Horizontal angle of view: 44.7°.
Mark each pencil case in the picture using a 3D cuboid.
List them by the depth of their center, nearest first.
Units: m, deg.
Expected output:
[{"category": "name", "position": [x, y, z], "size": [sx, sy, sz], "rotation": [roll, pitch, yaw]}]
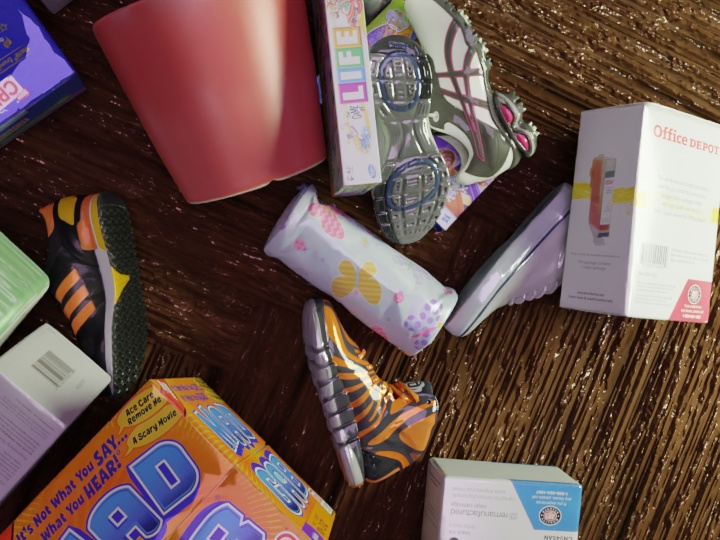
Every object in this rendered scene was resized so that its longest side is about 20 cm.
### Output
[{"category": "pencil case", "position": [0.000, 0.000, 0.872], "size": [0.200, 0.091, 0.083], "rotation": [37, 105, -5]}]

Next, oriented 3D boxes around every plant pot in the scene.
[{"category": "plant pot", "position": [-0.123, -0.168, 0.812], "size": [0.199, 0.200, 0.178], "rotation": [-20, 104, -6]}]

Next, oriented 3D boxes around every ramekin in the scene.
[{"category": "ramekin", "position": [-0.371, 0.047, 0.778], "size": [0.098, 0.200, 0.200], "rotation": [41, 86, -13]}]

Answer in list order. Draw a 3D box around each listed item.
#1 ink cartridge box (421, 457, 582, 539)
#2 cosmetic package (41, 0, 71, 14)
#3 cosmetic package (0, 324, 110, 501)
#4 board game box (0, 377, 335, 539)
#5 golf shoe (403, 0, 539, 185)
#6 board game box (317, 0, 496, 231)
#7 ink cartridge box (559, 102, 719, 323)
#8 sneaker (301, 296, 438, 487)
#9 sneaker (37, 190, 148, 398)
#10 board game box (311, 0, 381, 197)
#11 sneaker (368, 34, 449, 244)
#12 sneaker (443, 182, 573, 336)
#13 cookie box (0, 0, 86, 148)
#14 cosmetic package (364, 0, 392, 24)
[{"category": "ink cartridge box", "position": [0.137, 0.303, 0.891], "size": [0.144, 0.084, 0.201], "rotation": [5, 91, -6]}, {"category": "cosmetic package", "position": [-0.327, -0.360, 0.837], "size": [0.102, 0.074, 0.200], "rotation": [-38, 96, -4]}, {"category": "cosmetic package", "position": [-0.332, 0.156, 0.789], "size": [0.085, 0.108, 0.200], "rotation": [41, 107, -7]}, {"category": "board game box", "position": [-0.164, 0.236, 0.784], "size": [0.200, 0.200, 0.200], "rotation": [44, 86, 5]}, {"category": "golf shoe", "position": [0.088, -0.179, 0.841], "size": [0.088, 0.077, 0.201], "rotation": [-33, 93, 2]}, {"category": "board game box", "position": [0.059, -0.158, 0.896], "size": [0.200, 0.045, 0.134], "rotation": [44, 86, -5]}, {"category": "ink cartridge box", "position": [0.285, -0.053, 0.877], "size": [0.145, 0.083, 0.201], "rotation": [7, 90, -37]}, {"category": "sneaker", "position": [0.012, 0.111, 0.887], "size": [0.112, 0.078, 0.201], "rotation": [-18, 103, -10]}, {"category": "sneaker", "position": [-0.268, 0.025, 0.859], "size": [0.090, 0.070, 0.201], "rotation": [-4, 94, 14]}, {"category": "board game box", "position": [-0.015, -0.173, 0.798], "size": [0.034, 0.134, 0.201], "rotation": [-6, 91, -6]}, {"category": "sneaker", "position": [0.039, -0.125, 0.837], "size": [0.074, 0.087, 0.201], "rotation": [-6, 110, -8]}, {"category": "sneaker", "position": [0.171, 0.001, 0.897], "size": [0.071, 0.073, 0.200], "rotation": [44, 86, -2]}, {"category": "cookie box", "position": [-0.391, -0.214, 0.829], "size": [0.171, 0.075, 0.200], "rotation": [-35, 94, -5]}, {"category": "cosmetic package", "position": [0.007, -0.315, 0.810], "size": [0.108, 0.200, 0.085], "rotation": [43, 86, -6]}]
